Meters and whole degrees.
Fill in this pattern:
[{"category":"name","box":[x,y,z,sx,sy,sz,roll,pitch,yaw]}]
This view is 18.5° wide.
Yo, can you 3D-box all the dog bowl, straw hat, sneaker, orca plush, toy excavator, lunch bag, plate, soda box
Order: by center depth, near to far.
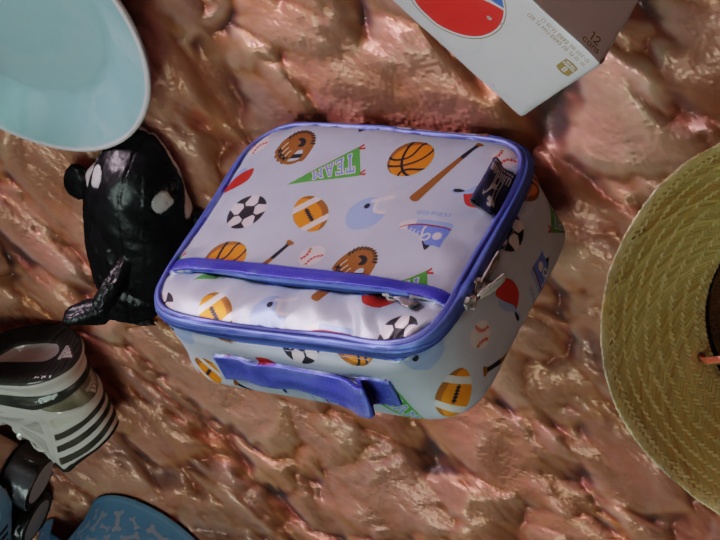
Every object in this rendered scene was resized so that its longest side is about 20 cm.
[{"category":"soda box","box":[0.031,-0.165,0.989,0.200,0.064,0.068,42,146,-11]},{"category":"straw hat","box":[0.203,0.021,1.057,0.201,0.201,0.085,39,-171,-10]},{"category":"lunch bag","box":[0.000,0.000,1.137,0.199,0.161,0.076,6,139,36]},{"category":"plate","box":[-0.198,-0.148,1.238,0.199,0.026,0.201,23,146,16]},{"category":"orca plush","box":[-0.155,-0.004,1.342,0.105,0.071,0.200,36,147,-5]},{"category":"sneaker","box":[-0.256,0.096,1.550,0.199,0.076,0.116,3,135,34]},{"category":"toy excavator","box":[-0.324,0.225,1.659,0.099,0.200,0.195,28,146,9]},{"category":"dog bowl","box":[-0.193,0.237,1.703,0.111,0.050,0.200,43,146,-15]}]
